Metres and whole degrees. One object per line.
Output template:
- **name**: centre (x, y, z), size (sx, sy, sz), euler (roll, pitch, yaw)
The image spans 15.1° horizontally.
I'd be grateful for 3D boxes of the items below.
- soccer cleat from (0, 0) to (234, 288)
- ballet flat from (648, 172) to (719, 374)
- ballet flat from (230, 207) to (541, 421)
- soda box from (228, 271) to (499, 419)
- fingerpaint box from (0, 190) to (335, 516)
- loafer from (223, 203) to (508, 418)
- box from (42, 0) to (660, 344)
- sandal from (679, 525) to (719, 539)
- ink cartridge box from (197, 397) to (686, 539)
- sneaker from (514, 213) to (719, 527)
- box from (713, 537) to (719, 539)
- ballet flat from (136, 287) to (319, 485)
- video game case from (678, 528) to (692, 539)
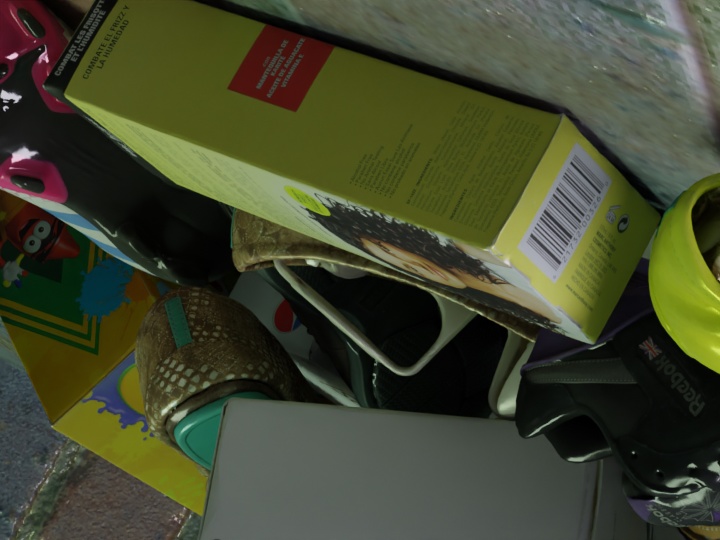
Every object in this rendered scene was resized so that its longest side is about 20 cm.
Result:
- **soccer cleat**: centre (-0.125, -0.061, 1.053), size (0.200, 0.070, 0.086), euler (40, -178, -34)
- **ballet flat**: centre (0.162, 0.028, 0.695), size (0.200, 0.067, 0.067), euler (26, 158, 20)
- **ballet flat**: centre (0.044, 0.015, 0.948), size (0.200, 0.065, 0.071), euler (25, -179, 11)
- **soda box**: centre (0.032, 0.046, 1.203), size (0.068, 0.064, 0.200), euler (19, 167, 47)
- **fingerpaint box**: centre (-0.081, 0.034, 1.237), size (0.200, 0.073, 0.167), euler (36, -165, -46)
- **loafer**: centre (0.000, 0.000, 1.074), size (0.063, 0.072, 0.200), euler (46, 177, 38)
- **box**: centre (-0.006, -0.039, 0.869), size (0.200, 0.050, 0.075), euler (22, 168, 40)
- **sandal**: centre (0.133, 0.074, 0.960), size (0.082, 0.055, 0.200), euler (-10, 173, -2)
- **ink cartridge box**: centre (0.040, 0.118, 1.012), size (0.146, 0.084, 0.200), euler (3, 161, 18)
- **sneaker**: centre (0.127, 0.046, 0.815), size (0.076, 0.088, 0.200), euler (35, 170, -36)
- **box**: centre (0.218, 0.144, 0.850), size (0.128, 0.109, 0.200), euler (-10, -168, -32)
- **ballet flat**: centre (-0.041, 0.060, 1.091), size (0.200, 0.070, 0.065), euler (68, -179, -64)
- **video game case**: centre (0.159, 0.124, 1.155), size (0.200, 0.026, 0.181), euler (8, 164, 7)
